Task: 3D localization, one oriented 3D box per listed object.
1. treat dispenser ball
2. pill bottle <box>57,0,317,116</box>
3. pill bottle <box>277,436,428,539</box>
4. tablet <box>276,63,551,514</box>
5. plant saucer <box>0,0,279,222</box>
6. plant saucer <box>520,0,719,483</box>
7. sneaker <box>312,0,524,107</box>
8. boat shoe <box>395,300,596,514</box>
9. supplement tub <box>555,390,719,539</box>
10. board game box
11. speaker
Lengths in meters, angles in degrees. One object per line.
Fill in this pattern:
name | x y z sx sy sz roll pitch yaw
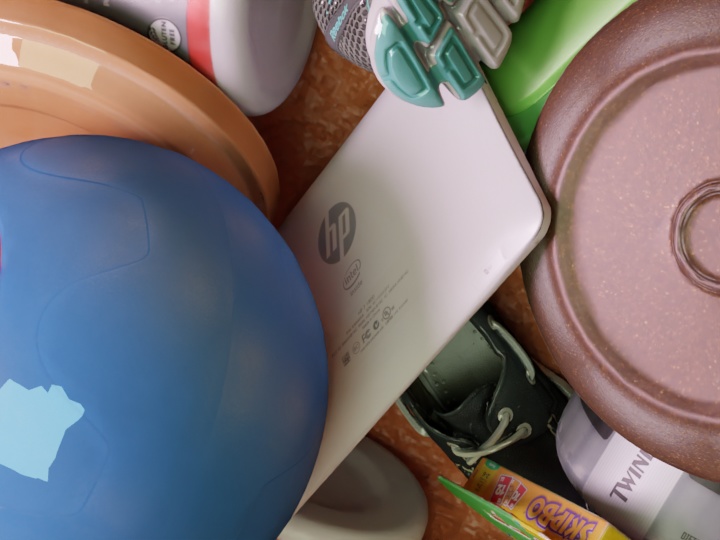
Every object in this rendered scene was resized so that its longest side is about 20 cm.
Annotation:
treat dispenser ball | -0.112 0.047 0.676 0.200 0.201 0.202 5 107 17
pill bottle | -0.125 -0.140 0.758 0.199 0.116 0.117 10 108 16
pill bottle | -0.052 0.180 0.826 0.113 0.114 0.201 25 112 10
tablet | 0.000 0.000 0.725 0.200 0.014 0.131 -50 42 30
plant saucer | -0.135 -0.052 0.764 0.199 0.032 0.201 15 152 8
plant saucer | 0.142 -0.014 0.625 0.199 0.037 0.202 4 97 31
sneaker | 0.049 -0.160 0.694 0.200 0.091 0.078 -51 124 -12
boat shoe | 0.050 0.055 0.785 0.075 0.060 0.200 -37 91 24
supplement tub | 0.178 0.023 0.699 0.122 0.123 0.201 31 113 8
board game box | 0.124 0.143 0.723 0.200 0.095 0.030 36 82 -29
speaker | 0.118 -0.102 0.703 0.089 0.088 0.200 48 114 1
